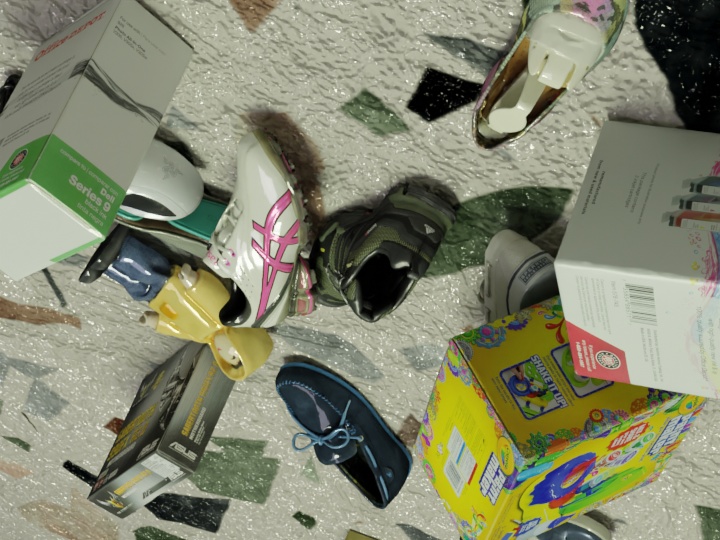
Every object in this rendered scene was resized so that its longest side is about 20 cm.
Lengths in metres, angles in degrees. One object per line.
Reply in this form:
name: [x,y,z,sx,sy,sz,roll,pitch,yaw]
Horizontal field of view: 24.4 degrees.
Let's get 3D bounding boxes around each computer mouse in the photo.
computer mouse: [-0.232,-0.102,1.458,0.199,0.110,0.044,15,146,-3]

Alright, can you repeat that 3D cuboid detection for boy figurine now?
boy figurine: [-0.178,0.037,1.638,0.200,0.065,0.124,38,142,-14]

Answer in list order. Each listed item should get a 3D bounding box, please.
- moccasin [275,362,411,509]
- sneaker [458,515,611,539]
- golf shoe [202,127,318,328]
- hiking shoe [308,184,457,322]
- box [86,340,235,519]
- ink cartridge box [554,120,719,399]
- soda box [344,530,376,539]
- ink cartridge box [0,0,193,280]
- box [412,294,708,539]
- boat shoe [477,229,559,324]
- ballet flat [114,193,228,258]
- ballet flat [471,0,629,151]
moccasin: [-0.016,0.173,1.721,0.080,0.068,0.200,-17,129,46]
sneaker: [0.179,0.310,1.775,0.075,0.085,0.200,42,143,-26]
golf shoe: [-0.090,-0.028,1.432,0.073,0.092,0.201,-126,24,-48]
hiking shoe: [0.000,0.000,1.436,0.076,0.101,0.200,34,146,-14]
box: [-0.202,0.160,1.738,0.048,0.159,0.200,32,147,-16]
ink cartridge box: [0.263,-0.002,1.224,0.199,0.145,0.146,10,144,22]
soda box: [0.066,0.380,1.966,0.199,0.064,0.068,18,147,8]
ink cartridge box: [-0.235,-0.108,1.344,0.084,0.201,0.146,38,145,-26]
box: [0.167,0.118,1.390,0.122,0.192,0.200,59,158,25]
boat shoe: [0.135,0.029,1.433,0.070,0.071,0.200,46,168,26]
ballet flat: [-0.183,-0.054,1.512,0.199,0.068,0.064,25,156,-1]
ballet flat: [0.130,-0.144,1.176,0.069,0.071,0.200,28,147,-5]
